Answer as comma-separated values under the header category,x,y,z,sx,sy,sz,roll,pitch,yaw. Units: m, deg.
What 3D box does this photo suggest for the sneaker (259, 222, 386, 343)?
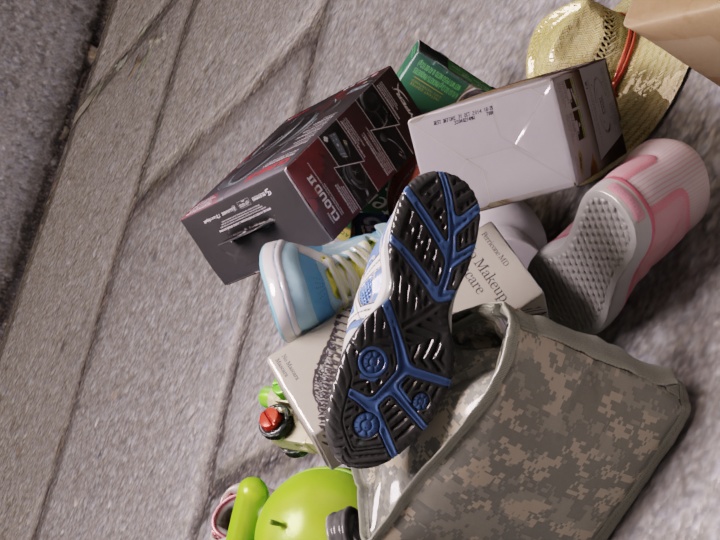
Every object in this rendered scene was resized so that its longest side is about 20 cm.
category,x,y,z,sx,sy,sz,roll,pitch,yaw
sneaker,0.000,0.000,1.224,0.200,0.129,0.081,-23,-83,-79

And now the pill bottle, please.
category,x,y,z,sx,sy,sz,roll,pitch,yaw
pill bottle,0.093,-0.029,1.353,0.113,0.111,0.200,-58,23,17

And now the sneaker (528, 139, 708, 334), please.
category,x,y,z,sx,sy,sz,roll,pitch,yaw
sneaker,0.194,-0.026,1.169,0.104,0.075,0.201,-37,-14,-24

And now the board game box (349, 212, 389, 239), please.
category,x,y,z,sx,sy,sz,roll,pitch,yaw
board game box,0.009,0.069,1.428,0.136,0.034,0.202,-103,14,-56

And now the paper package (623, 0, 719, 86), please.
category,x,y,z,sx,sy,sz,roll,pitch,yaw
paper package,0.301,-0.236,1.105,0.200,0.103,0.193,0,66,67

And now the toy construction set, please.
category,x,y,z,sx,sy,sz,roll,pitch,yaw
toy construction set,-0.010,0.091,1.285,0.199,0.092,0.132,-6,56,49

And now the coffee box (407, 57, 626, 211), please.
category,x,y,z,sx,sy,sz,roll,pitch,yaw
coffee box,0.124,-0.101,1.202,0.113,0.081,0.200,-13,6,23

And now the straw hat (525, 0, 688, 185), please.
category,x,y,z,sx,sy,sz,roll,pitch,yaw
straw hat,0.185,-0.175,1.329,0.201,0.084,0.202,-50,26,35

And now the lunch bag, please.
category,x,y,z,sx,sy,sz,roll,pitch,yaw
lunch bag,0.109,0.114,1.097,0.201,0.163,0.118,-52,28,27

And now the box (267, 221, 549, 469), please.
category,x,y,z,sx,sy,sz,roll,pitch,yaw
box,0.037,0.055,1.179,0.199,0.069,0.082,-33,59,-7

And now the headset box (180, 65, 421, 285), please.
category,x,y,z,sx,sy,sz,roll,pitch,yaw
headset box,-0.050,-0.077,1.379,0.148,0.078,0.200,-22,18,45

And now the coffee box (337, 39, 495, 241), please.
category,x,y,z,sx,sy,sz,roll,pitch,yaw
coffee box,0.051,-0.100,1.506,0.201,0.122,0.044,-55,11,21

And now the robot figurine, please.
category,x,y,z,sx,sy,sz,roll,pitch,yaw
robot figurine,-0.020,0.218,1.290,0.200,0.174,0.117,41,-108,-78

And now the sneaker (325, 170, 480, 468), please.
category,x,y,z,sx,sy,sz,roll,pitch,yaw
sneaker,0.030,0.036,1.063,0.077,0.075,0.202,152,139,-83

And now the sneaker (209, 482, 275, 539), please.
category,x,y,z,sx,sy,sz,roll,pitch,yaw
sneaker,-0.109,0.250,1.540,0.200,0.104,0.076,-30,43,57

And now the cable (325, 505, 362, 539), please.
category,x,y,z,sx,sy,sz,roll,pitch,yaw
cable,0.025,0.246,1.143,0.050,0.200,0.098,-19,49,30
